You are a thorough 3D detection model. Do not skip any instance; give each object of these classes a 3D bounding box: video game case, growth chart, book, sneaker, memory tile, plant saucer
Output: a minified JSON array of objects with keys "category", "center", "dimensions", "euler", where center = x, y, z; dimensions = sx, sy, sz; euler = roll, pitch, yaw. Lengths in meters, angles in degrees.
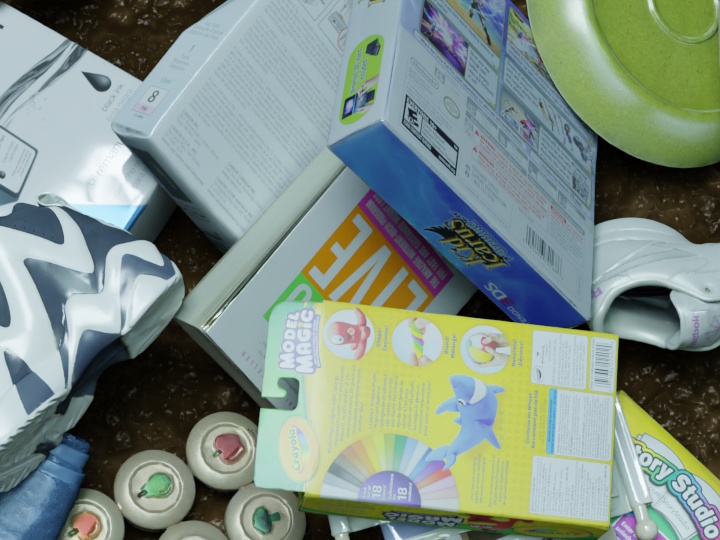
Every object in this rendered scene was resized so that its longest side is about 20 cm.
[{"category":"video game case","center":[0.067,-0.087,1.185],"dimensions":[0.045,0.200,0.181],"euler":[-22,42,33]},{"category":"growth chart","center":[0.067,0.108,1.170],"dimensions":[0.200,0.018,0.145],"euler":[-5,71,-8]},{"category":"book","center":[0.000,0.000,1.224],"dimensions":[0.200,0.048,0.134],"euler":[-49,121,-13]},{"category":"sneaker","center":[-0.209,0.035,1.135],"dimensions":[0.130,0.080,0.199],"euler":[39,75,13]},{"category":"memory tile","center":[-0.086,0.194,1.194],"dimensions":[0.153,0.017,0.200],"euler":[-27,76,-20]},{"category":"sneaker","center":[0.227,0.020,1.221],"dimensions":[0.200,0.075,0.100],"euler":[0,33,6]},{"category":"plant saucer","center":[0.197,-0.165,1.270],"dimensions":[0.200,0.031,0.200],"euler":[7,75,-26]}]

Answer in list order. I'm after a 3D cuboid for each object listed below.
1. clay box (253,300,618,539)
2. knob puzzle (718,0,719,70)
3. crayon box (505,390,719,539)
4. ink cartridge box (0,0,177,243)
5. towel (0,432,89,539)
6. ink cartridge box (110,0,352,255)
[{"category":"clay box","center":[0.042,0.084,1.141],"dimensions":[0.200,0.048,0.115],"euler":[7,70,-4]},{"category":"knob puzzle","center":[0.299,-0.116,1.275],"dimensions":[0.219,0.030,0.220],"euler":[2,86,-23]},{"category":"crayon box","center":[0.166,0.201,1.189],"dimensions":[0.200,0.058,0.173],"euler":[44,76,12]},{"category":"ink cartridge box","center":[-0.217,-0.073,1.251],"dimensions":[0.200,0.086,0.147],"euler":[30,75,6]},{"category":"towel","center":[-0.243,0.168,1.165],"dimensions":[0.112,0.049,0.200],"euler":[26,80,2]},{"category":"ink cartridge box","center":[-0.037,-0.108,1.229],"dimensions":[0.057,0.163,0.200],"euler":[17,66,45]}]
